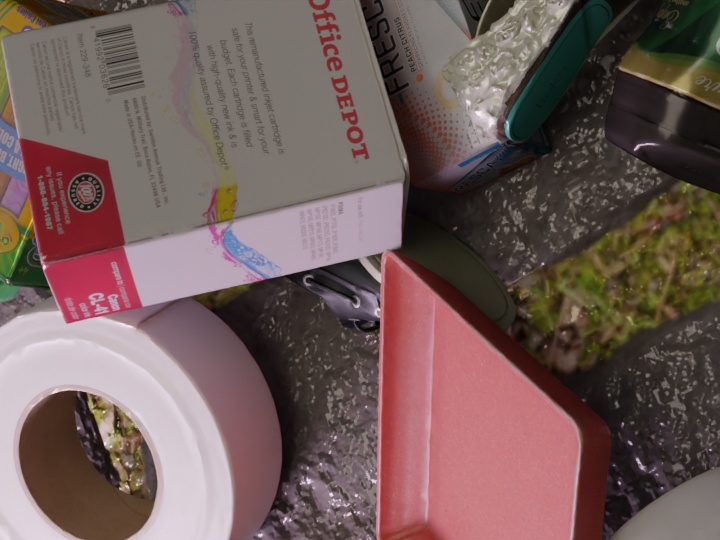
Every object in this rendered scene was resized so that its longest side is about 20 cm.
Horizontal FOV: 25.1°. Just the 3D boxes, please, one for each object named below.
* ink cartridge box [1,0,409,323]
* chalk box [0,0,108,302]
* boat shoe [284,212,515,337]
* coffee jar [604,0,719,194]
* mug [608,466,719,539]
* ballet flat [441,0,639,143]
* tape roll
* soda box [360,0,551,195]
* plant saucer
[{"bbox_3d":[-0.085,-0.069,0.893,0.198,0.086,0.149,-11,63,-7],"label":"ink cartridge box"},{"bbox_3d":[-0.203,-0.062,1.044,0.123,0.124,0.201,32,104,28],"label":"chalk box"},{"bbox_3d":[-0.001,0.001,0.951,0.198,0.074,0.067,28,124,16],"label":"boat shoe"},{"bbox_3d":[0.199,-0.137,0.791,0.085,0.103,0.202,-128,59,-72],"label":"coffee jar"},{"bbox_3d":[0.186,0.205,0.790,0.176,0.147,0.200,60,139,25],"label":"mug"},{"bbox_3d":[0.116,-0.158,0.846,0.200,0.072,0.072,-48,65,5],"label":"ballet flat"},{"bbox_3d":[-0.151,0.108,0.994,0.200,0.071,0.205,7,109,22],"label":"tape roll"},{"bbox_3d":[0.040,-0.148,0.936,0.068,0.063,0.202,-25,75,27],"label":"soda box"},{"bbox_3d":[0.068,0.114,0.847,0.200,0.036,0.202,44,140,53],"label":"plant saucer"}]
